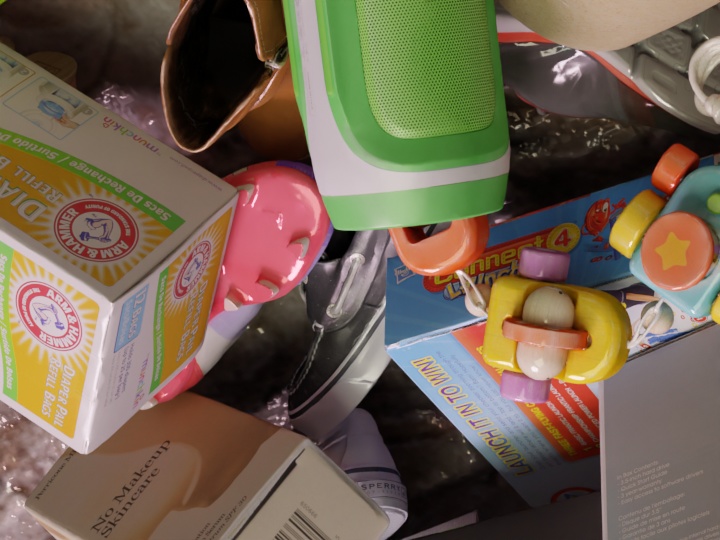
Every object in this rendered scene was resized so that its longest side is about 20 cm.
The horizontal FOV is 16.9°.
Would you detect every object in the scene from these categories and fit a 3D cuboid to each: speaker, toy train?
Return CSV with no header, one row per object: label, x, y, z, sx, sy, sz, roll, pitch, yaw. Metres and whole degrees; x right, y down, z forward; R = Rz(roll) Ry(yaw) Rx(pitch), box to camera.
speaker,0.012,-0.120,1.013,0.088,0.088,0.200,-5,96,20
toy train,0.089,-0.023,1.057,0.200,0.056,0.150,-18,86,24

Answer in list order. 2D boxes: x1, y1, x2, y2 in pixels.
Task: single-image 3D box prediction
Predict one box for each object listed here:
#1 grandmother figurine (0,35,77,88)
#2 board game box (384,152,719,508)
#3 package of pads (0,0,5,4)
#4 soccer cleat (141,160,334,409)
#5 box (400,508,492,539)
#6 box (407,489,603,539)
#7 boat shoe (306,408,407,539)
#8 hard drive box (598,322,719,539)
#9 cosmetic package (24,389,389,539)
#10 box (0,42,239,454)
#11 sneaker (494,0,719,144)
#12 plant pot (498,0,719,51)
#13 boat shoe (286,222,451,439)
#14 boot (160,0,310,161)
grandmother figurine,-0.162,-0.022,1.264,0.121,0.061,0.200,26,137,33
board game box,0.143,0.041,1.172,0.196,0.056,0.200,-17,139,23
package of pads,-0.156,-0.204,1.081,0.200,0.068,0.154,-27,146,31
soccer cleat,-0.066,-0.002,1.220,0.067,0.076,0.200,43,134,1
box,0.032,0.211,1.342,0.200,0.048,0.158,-25,140,29
box,0.117,0.210,1.184,0.148,0.124,0.200,-18,142,35
boat shoe,-0.031,0.139,1.337,0.073,0.067,0.200,8,149,-31
hard drive box,0.184,0.149,1.101,0.077,0.200,0.156,-25,134,32
cosmetic package,-0.084,0.125,1.248,0.071,0.105,0.200,47,163,-27
box,-0.171,-0.024,1.153,0.200,0.101,0.113,32,136,14
sneaker,0.110,-0.104,1.127,0.200,0.077,0.082,25,154,0
plant pot,0.128,-0.184,0.997,0.187,0.187,0.200,28,142,-5
boat shoe,0.000,0.000,1.219,0.068,0.072,0.200,27,126,-7
boot,-0.045,-0.096,1.106,0.077,0.155,0.200,17,132,3
